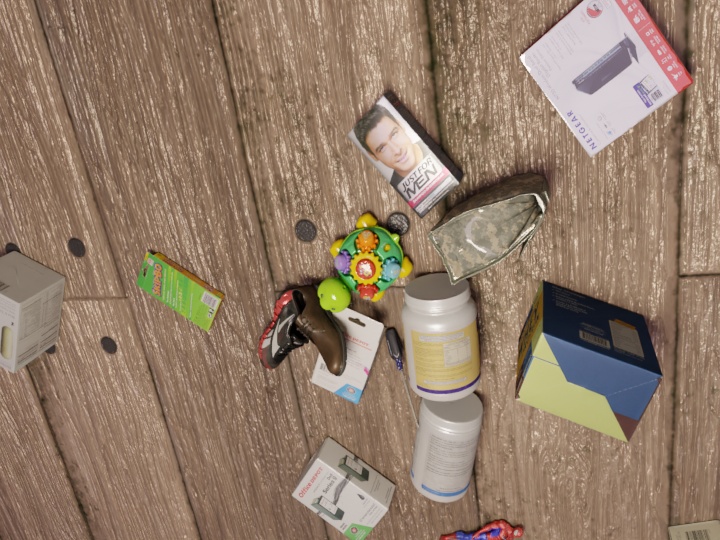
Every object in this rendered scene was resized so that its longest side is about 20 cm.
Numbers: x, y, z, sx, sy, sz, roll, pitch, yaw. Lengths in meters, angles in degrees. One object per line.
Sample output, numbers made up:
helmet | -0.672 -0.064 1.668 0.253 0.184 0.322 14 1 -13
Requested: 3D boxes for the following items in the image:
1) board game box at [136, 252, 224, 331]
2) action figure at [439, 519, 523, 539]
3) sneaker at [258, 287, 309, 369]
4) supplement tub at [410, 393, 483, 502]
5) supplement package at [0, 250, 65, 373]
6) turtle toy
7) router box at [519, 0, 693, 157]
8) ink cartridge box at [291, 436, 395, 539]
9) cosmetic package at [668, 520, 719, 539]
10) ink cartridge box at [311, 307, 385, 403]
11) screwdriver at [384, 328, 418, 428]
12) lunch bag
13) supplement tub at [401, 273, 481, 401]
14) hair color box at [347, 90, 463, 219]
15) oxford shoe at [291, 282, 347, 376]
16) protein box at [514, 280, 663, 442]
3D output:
board game box | -0.404 0.044 1.350 0.197 0.030 0.097 31 117 0
action figure | 0.275 0.607 1.360 0.197 0.052 0.067 -27 99 23
sneaker | -0.157 0.142 1.272 0.098 0.070 0.204 45 122 33
supplement tub | 0.174 0.353 1.236 0.128 0.132 0.205 12 116 12
supplement package | -0.822 0.096 1.436 0.149 0.151 0.204 25 118 5
turtle toy | 0.000 0.000 1.150 0.199 0.101 0.146 -41 96 18
router box | 0.376 -0.314 0.938 0.178 0.049 0.201 -37 97 27
ink cartridge box | -0.041 0.508 1.396 0.198 0.084 0.148 34 117 2
cosmetic package | 0.699 0.611 1.209 0.101 0.073 0.204 -17 106 23
ink cartridge box | -0.020 0.159 1.252 0.113 0.068 0.204 22 117 8
screwdriver | 0.084 0.218 1.224 0.029 0.028 0.206 -18 80 32
lunch bag | 0.232 -0.081 1.017 0.197 0.164 0.119 -28 97 26
supplement tub | 0.152 0.124 1.139 0.141 0.146 0.206 -1 112 17
hair color box | 0.081 -0.204 1.072 0.099 0.061 0.200 -40 95 27
oxford shoe | -0.087 0.117 1.171 0.073 0.083 0.203 -54 50 38
protein box | 0.383 0.147 1.043 0.194 0.201 0.138 19 117 9
